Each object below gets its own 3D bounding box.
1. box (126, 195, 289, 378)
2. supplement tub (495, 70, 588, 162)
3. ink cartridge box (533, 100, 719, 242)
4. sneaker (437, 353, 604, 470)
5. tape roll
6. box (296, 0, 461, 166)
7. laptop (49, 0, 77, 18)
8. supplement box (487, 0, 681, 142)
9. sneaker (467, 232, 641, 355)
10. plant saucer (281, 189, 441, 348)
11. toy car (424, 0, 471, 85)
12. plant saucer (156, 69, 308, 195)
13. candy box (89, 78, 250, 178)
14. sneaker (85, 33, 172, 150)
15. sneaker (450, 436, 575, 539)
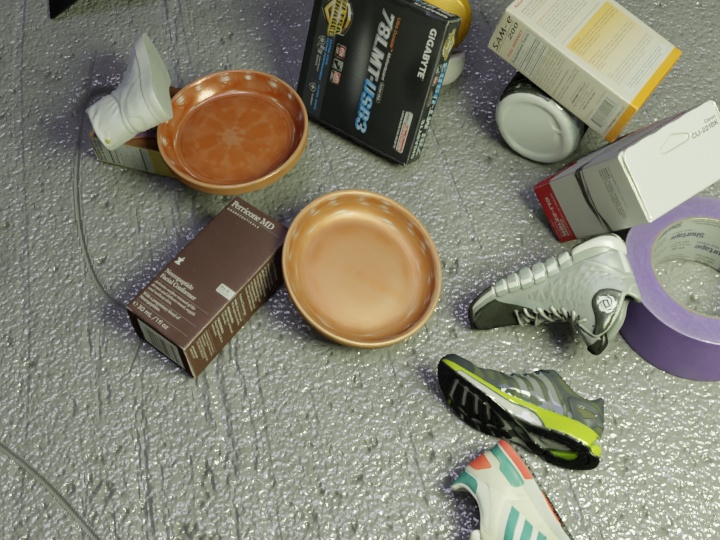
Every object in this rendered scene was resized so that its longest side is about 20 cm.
[{"bbox_3d":[-0.172,0.017,1.032,0.099,0.076,0.201,30,61,21],"label":"box"},{"bbox_3d":[0.274,-0.254,1.161,0.121,0.124,0.201,27,61,19],"label":"supplement tub"},{"bbox_3d":[0.319,-0.111,1.012,0.143,0.200,0.085,-29,93,-16],"label":"ink cartridge box"},{"bbox_3d":[0.176,0.142,0.943,0.197,0.075,0.081,27,51,12],"label":"sneaker"},{"bbox_3d":[0.395,0.019,0.999,0.195,0.086,0.203,-1,55,2],"label":"tape roll"},{"bbox_3d":[0.016,-0.272,1.143,0.196,0.203,0.049,31,34,21],"label":"box"},{"bbox_3d":[-0.405,-0.492,1.417,0.196,0.104,0.180,3,53,-28],"label":"laptop"},{"bbox_3d":[0.274,-0.272,1.058,0.199,0.074,0.126,41,63,8],"label":"supplement box"},{"bbox_3d":[0.220,0.050,0.965,0.198,0.075,0.117,-29,65,20],"label":"sneaker"},{"bbox_3d":[0.000,0.000,1.029,0.195,0.038,0.204,7,64,-14],"label":"plant saucer"},{"bbox_3d":[0.054,-0.354,1.233,0.195,0.179,0.150,-11,21,-5],"label":"toy car"},{"bbox_3d":[-0.165,-0.179,1.120,0.195,0.033,0.204,-1,56,1],"label":"plant saucer"},{"bbox_3d":[-0.255,-0.191,1.182,0.196,0.057,0.118,14,58,10],"label":"candy box"},{"bbox_3d":[-0.312,-0.236,1.137,0.114,0.074,0.202,-28,38,8],"label":"sneaker"},{"bbox_3d":[0.163,0.273,0.860,0.092,0.070,0.202,-32,61,3],"label":"sneaker"}]
